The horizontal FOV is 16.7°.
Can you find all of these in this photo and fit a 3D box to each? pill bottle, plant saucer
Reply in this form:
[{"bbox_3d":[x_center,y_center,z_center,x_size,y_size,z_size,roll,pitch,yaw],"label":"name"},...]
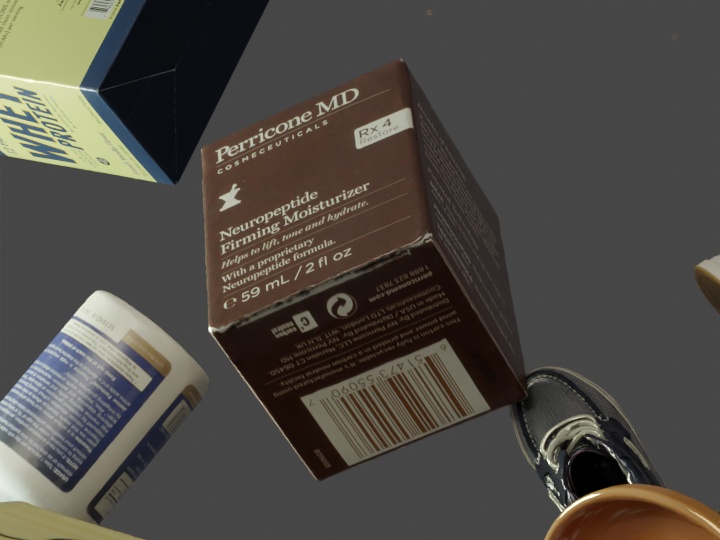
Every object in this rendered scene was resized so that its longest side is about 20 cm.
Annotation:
[{"bbox_3d":[-0.210,0.122,1.757,0.111,0.111,0.200,30,76,39],"label":"pill bottle"},{"bbox_3d":[0.190,0.217,1.456,0.200,0.201,0.037,23,33,37],"label":"plant saucer"}]

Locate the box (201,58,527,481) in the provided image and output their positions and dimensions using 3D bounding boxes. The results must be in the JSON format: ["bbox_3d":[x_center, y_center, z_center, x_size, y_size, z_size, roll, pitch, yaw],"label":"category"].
[{"bbox_3d":[0.000,0.000,1.671,0.166,0.164,0.200,-24,39,13],"label":"box"}]

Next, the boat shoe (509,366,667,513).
[{"bbox_3d":[0.147,0.118,1.585,0.075,0.093,0.200,-37,50,0],"label":"boat shoe"}]

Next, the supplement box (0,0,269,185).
[{"bbox_3d":[-0.214,-0.197,1.960,0.199,0.134,0.200,11,64,33],"label":"supplement box"}]

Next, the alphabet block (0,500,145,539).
[{"bbox_3d":[-0.219,0.267,1.573,0.200,0.195,0.197,12,97,34],"label":"alphabet block"}]

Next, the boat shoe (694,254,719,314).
[{"bbox_3d":[0.309,0.034,1.577,0.200,0.071,0.069,32,76,29],"label":"boat shoe"}]

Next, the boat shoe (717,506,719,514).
[{"bbox_3d":[0.257,0.157,1.514,0.072,0.072,0.201,-6,57,23],"label":"boat shoe"}]
